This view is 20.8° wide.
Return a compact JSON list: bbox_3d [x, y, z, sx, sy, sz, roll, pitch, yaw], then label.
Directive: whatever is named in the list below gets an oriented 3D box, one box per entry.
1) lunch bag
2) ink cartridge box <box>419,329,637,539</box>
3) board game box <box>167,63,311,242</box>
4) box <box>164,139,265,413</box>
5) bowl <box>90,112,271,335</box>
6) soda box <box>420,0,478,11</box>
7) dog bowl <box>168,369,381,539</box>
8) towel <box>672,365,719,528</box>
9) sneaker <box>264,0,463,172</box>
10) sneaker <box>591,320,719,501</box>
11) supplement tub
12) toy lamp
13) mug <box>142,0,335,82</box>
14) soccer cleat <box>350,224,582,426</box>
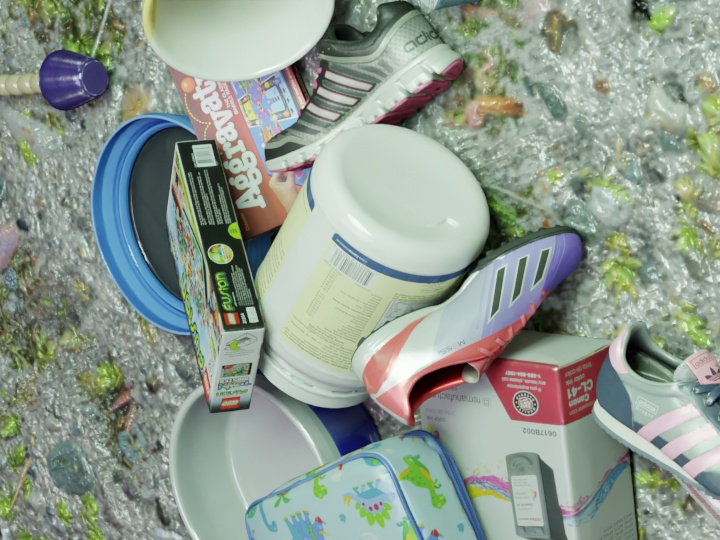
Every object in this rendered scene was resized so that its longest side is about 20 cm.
[{"bbox_3d":[0.008,0.224,1.539,0.200,0.082,0.161,-30,82,45],"label":"lunch bag"},{"bbox_3d":[0.129,0.151,1.517,0.148,0.086,0.200,3,105,41],"label":"ink cartridge box"},{"bbox_3d":[-0.093,-0.134,1.640,0.103,0.019,0.200,-24,87,20],"label":"board game box"},{"bbox_3d":[-0.120,0.003,1.593,0.110,0.035,0.200,104,155,-49],"label":"box"},{"bbox_3d":[-0.159,-0.043,1.743,0.201,0.039,0.201,14,113,38],"label":"bowl"},{"bbox_3d":[0.018,-0.282,1.490,0.200,0.064,0.068,43,128,25],"label":"soda box"},{"bbox_3d":[-0.072,0.180,1.710,0.200,0.079,0.200,14,113,38],"label":"dog bowl"},{"bbox_3d":[0.301,0.120,1.390,0.146,0.030,0.200,49,131,20],"label":"towel"},{"bbox_3d":[-0.010,-0.147,1.553,0.200,0.074,0.087,-33,81,37],"label":"sneaker"},{"bbox_3d":[0.247,0.104,1.371,0.200,0.070,0.082,26,122,35],"label":"sneaker"},{"bbox_3d":[0.000,0.000,1.536,0.145,0.145,0.200,49,135,19],"label":"supplement tub"},{"bbox_3d":[-0.312,-0.174,1.825,0.200,0.058,0.058,0,104,41],"label":"toy lamp"},{"bbox_3d":[-0.107,-0.266,1.532,0.187,0.149,0.153,83,175,-51],"label":"mug"},{"bbox_3d":[0.092,0.041,1.456,0.073,0.200,0.068,52,170,33],"label":"soccer cleat"}]
